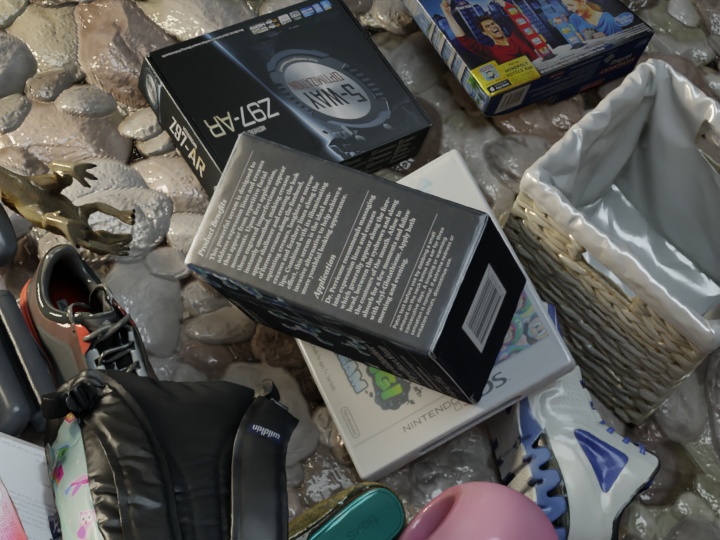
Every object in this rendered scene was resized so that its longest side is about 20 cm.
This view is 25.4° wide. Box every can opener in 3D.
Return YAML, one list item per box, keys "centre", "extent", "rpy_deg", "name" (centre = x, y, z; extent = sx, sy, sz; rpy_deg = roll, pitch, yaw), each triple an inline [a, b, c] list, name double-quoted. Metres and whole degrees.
- centre: [-0.264, 0.023, 1.152]
  extent: [0.053, 0.067, 0.201]
  rpy_deg: [-2, 49, -42]
  name: "can opener"

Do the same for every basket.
- centre: [0.233, -0.023, 1.292]
  extent: [0.198, 0.161, 0.200]
  rpy_deg: [42, 56, 11]
  name: "basket"

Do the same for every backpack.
- centre: [-0.115, 0.164, 0.997]
  extent: [0.165, 0.127, 0.201]
  rpy_deg: [1, 40, -19]
  name: "backpack"

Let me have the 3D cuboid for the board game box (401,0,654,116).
- centre: [0.131, -0.244, 1.464]
  extent: [0.199, 0.062, 0.201]
  rpy_deg: [-23, 66, -28]
  name: "board game box"

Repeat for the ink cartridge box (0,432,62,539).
- centre: [-0.208, 0.228, 1.070]
  extent: [0.159, 0.050, 0.202]
  rpy_deg: [21, 71, -4]
  name: "ink cartridge box"

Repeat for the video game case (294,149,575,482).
- centre: [0.040, 0.032, 1.221]
  extent: [0.181, 0.024, 0.201]
  rpy_deg: [-29, 66, 5]
  name: "video game case"

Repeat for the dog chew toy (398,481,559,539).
- centre: [0.114, 0.243, 1.108]
  extent: [0.200, 0.124, 0.125]
  rpy_deg: [46, 54, -8]
  name: "dog chew toy"

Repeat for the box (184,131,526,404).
- centre: [0.000, 0.000, 1.150]
  extent: [0.198, 0.148, 0.108]
  rpy_deg: [20, 79, 22]
  name: "box"

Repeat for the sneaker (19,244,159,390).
- centre: [-0.186, 0.067, 1.147]
  extent: [0.077, 0.082, 0.201]
  rpy_deg: [-26, 69, -30]
  name: "sneaker"

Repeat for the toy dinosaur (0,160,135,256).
- centre: [-0.231, -0.050, 1.163]
  extent: [0.200, 0.100, 0.059]
  rpy_deg: [39, 65, -41]
  name: "toy dinosaur"

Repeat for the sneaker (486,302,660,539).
- centre: [0.164, 0.132, 1.228]
  extent: [0.114, 0.081, 0.201]
  rpy_deg: [6, 63, -18]
  name: "sneaker"

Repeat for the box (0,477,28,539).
- centre: [-0.229, 0.244, 0.985]
  extent: [0.102, 0.095, 0.201]
  rpy_deg: [-23, 77, -18]
  name: "box"

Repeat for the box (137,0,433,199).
- centre: [-0.063, -0.138, 1.343]
  extent: [0.199, 0.044, 0.161]
  rpy_deg: [-23, 67, -29]
  name: "box"

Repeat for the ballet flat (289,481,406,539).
- centre: [-0.054, 0.213, 1.107]
  extent: [0.199, 0.071, 0.071]
  rpy_deg: [-31, 71, -28]
  name: "ballet flat"
